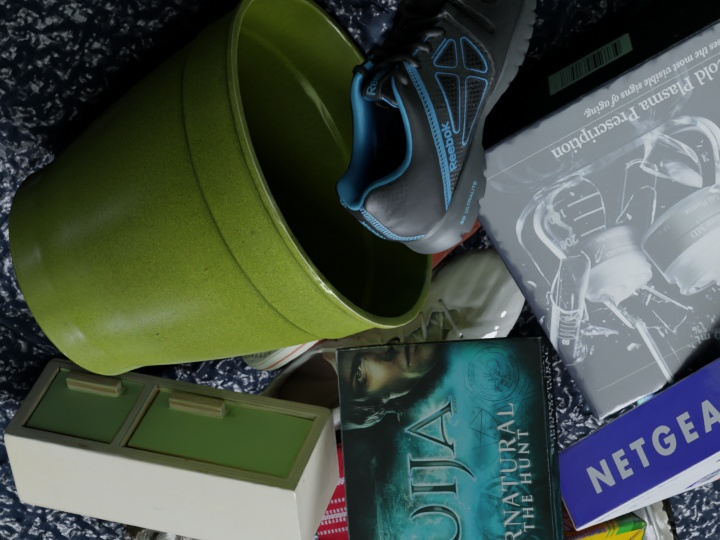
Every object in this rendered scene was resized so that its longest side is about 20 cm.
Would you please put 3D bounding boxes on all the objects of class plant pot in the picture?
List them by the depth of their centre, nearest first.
[{"bbox_3d":[-0.090,-0.031,1.070,0.192,0.202,0.201,-23,129,26],"label":"plant pot"}]

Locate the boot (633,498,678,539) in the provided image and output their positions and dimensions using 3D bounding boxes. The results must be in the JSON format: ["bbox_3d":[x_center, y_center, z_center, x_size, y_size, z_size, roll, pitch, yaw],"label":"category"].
[{"bbox_3d":[0.136,0.221,1.374,0.198,0.073,0.183,-9,127,8],"label":"boot"}]

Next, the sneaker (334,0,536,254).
[{"bbox_3d":[0.041,-0.114,1.022,0.073,0.202,0.082,5,172,42],"label":"sneaker"}]

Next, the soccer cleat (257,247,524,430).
[{"bbox_3d":[0.020,0.051,1.193,0.199,0.070,0.077,-34,165,27],"label":"soccer cleat"}]

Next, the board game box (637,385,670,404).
[{"bbox_3d":[0.253,0.001,1.222,0.198,0.045,0.153,-21,128,10],"label":"board game box"}]

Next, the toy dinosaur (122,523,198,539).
[{"bbox_3d":[-0.108,0.161,1.291,0.200,0.077,0.102,-43,138,0],"label":"toy dinosaur"}]

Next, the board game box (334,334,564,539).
[{"bbox_3d":[0.055,0.143,1.129,0.134,0.028,0.202,-5,89,22],"label":"board game box"}]

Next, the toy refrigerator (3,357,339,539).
[{"bbox_3d":[-0.120,0.116,1.192,0.198,0.076,0.070,9,131,17],"label":"toy refrigerator"}]

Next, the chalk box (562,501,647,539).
[{"bbox_3d":[0.070,0.180,1.255,0.123,0.200,0.126,-6,119,-38],"label":"chalk box"}]

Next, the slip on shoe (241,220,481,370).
[{"bbox_3d":[0.000,0.000,1.172,0.200,0.074,0.061,-40,137,21],"label":"slip on shoe"}]

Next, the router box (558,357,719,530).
[{"bbox_3d":[0.241,0.084,1.153,0.178,0.049,0.200,-11,160,-45],"label":"router box"}]

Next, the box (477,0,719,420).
[{"bbox_3d":[0.181,-0.047,1.101,0.199,0.104,0.183,-29,107,14],"label":"box"}]

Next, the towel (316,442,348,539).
[{"bbox_3d":[0.019,0.205,1.206,0.022,0.202,0.144,-7,174,-37],"label":"towel"}]
